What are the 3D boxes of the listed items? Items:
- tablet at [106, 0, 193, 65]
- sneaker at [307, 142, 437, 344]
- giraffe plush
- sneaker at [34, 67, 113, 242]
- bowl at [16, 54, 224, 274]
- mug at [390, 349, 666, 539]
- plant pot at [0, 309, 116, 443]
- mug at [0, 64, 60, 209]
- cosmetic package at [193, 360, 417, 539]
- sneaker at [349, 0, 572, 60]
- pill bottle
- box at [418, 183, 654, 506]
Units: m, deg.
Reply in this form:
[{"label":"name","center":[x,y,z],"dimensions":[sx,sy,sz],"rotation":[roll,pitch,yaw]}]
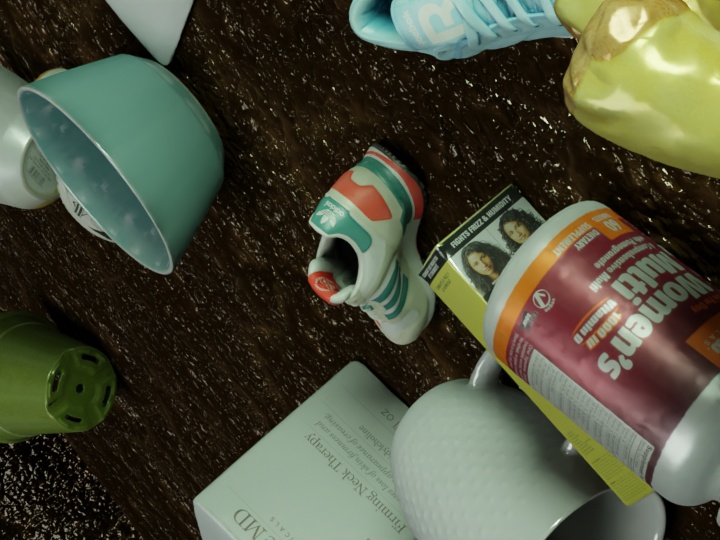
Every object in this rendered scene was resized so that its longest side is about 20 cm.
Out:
[{"label":"tablet","center":[-0.179,-0.247,1.173],"dimensions":[0.130,0.014,0.200],"rotation":[51,159,2]},{"label":"sneaker","center":[0.000,0.000,1.095],"dimensions":[0.070,0.093,0.200],"rotation":[39,155,28]},{"label":"giraffe plush","center":[0.171,-0.114,0.520],"dimensions":[0.201,0.171,0.163],"rotation":[-110,27,-49]},{"label":"sneaker","center":[-0.263,-0.103,1.482],"dimensions":[0.087,0.076,0.201],"rotation":[24,146,50]},{"label":"bowl","center":[-0.192,-0.106,1.288],"dimensions":[0.201,0.105,0.201],"rotation":[42,160,20]},{"label":"mug","center":[0.112,0.140,1.059],"dimensions":[0.175,0.147,0.201],"rotation":[41,127,42]},{"label":"plant pot","center":[-0.458,0.164,2.175],"dimensions":[0.189,0.200,0.201],"rotation":[4,130,47]},{"label":"mug","center":[-0.361,-0.138,1.590],"dimensions":[0.153,0.186,0.151],"rotation":[22,112,36]},{"label":"cosmetic package","center":[-0.019,0.230,1.350],"dimensions":[0.167,0.200,0.167],"rotation":[41,156,22]},{"label":"sneaker","center":[0.063,-0.137,0.770],"dimensions":[0.074,0.082,0.200],"rotation":[58,158,-19]},{"label":"pill bottle","center":[0.172,0.059,0.825],"dimensions":[0.200,0.109,0.110],"rotation":[40,156,27]},{"label":"box","center":[0.131,0.047,0.937],"dimensions":[0.200,0.075,0.050],"rotation":[50,158,8]}]
